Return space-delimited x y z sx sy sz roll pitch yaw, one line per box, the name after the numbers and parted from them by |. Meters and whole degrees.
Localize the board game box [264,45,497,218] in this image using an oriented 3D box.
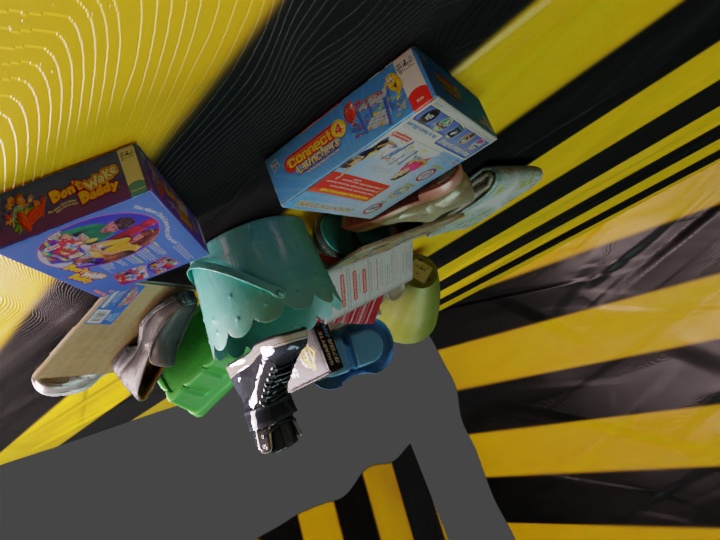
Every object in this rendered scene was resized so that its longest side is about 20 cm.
0.030 -0.134 0.616 0.194 0.057 0.199 -29 167 26 | board game box

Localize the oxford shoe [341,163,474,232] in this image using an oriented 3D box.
0.061 -0.084 0.764 0.197 0.072 0.074 -16 140 35 | oxford shoe

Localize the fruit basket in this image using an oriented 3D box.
-0.245 0.130 0.970 0.214 0.156 0.217 -36 160 -15 | fruit basket

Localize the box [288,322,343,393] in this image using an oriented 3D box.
-0.133 0.121 1.057 0.157 0.204 0.046 -29 168 33 | box

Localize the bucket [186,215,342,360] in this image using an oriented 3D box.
-0.137 0.025 0.788 0.203 0.137 0.207 -23 168 -5 | bucket

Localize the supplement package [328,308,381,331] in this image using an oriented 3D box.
-0.072 0.080 1.203 0.197 0.119 0.117 -26 167 9 | supplement package

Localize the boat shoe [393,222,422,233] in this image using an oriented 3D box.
0.089 -0.108 0.842 0.067 0.058 0.200 -20 168 -15 | boat shoe

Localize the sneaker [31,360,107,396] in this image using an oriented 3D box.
-0.424 0.130 0.901 0.197 0.075 0.083 -23 155 -31 | sneaker

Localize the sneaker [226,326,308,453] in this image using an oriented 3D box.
-0.111 0.171 0.787 0.076 0.149 0.202 -12 163 -38 | sneaker

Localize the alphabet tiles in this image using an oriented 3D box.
0.055 -0.044 0.839 0.197 0.008 0.167 -20 177 -24 | alphabet tiles

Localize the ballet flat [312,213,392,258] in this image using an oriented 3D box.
-0.027 -0.052 0.866 0.074 0.070 0.198 -12 179 35 | ballet flat

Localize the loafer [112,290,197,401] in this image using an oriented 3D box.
-0.293 0.112 0.832 0.201 0.073 0.072 -49 158 27 | loafer

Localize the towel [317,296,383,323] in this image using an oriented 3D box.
-0.021 0.029 1.025 0.197 0.022 0.148 8 107 -45 | towel

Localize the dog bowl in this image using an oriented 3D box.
-0.028 0.166 1.134 0.196 0.114 0.049 -16 178 -25 | dog bowl

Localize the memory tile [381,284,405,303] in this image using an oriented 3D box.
0.013 0.009 1.078 0.197 0.017 0.157 -16 122 -33 | memory tile

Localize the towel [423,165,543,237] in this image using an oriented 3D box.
0.216 -0.131 1.026 0.169 0.049 0.199 -16 166 -45 | towel

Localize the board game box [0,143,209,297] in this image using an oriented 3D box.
-0.238 -0.037 0.544 0.132 0.046 0.200 -22 168 -7 | board game box

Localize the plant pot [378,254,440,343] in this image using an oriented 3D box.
0.125 0.052 1.391 0.184 0.190 0.201 -19 153 -18 | plant pot

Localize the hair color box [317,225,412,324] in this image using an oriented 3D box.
0.000 0.000 0.965 0.197 0.061 0.104 -25 128 -30 | hair color box

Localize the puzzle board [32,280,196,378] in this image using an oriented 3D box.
-0.349 0.082 0.804 0.200 0.017 0.150 -44 159 14 | puzzle board
